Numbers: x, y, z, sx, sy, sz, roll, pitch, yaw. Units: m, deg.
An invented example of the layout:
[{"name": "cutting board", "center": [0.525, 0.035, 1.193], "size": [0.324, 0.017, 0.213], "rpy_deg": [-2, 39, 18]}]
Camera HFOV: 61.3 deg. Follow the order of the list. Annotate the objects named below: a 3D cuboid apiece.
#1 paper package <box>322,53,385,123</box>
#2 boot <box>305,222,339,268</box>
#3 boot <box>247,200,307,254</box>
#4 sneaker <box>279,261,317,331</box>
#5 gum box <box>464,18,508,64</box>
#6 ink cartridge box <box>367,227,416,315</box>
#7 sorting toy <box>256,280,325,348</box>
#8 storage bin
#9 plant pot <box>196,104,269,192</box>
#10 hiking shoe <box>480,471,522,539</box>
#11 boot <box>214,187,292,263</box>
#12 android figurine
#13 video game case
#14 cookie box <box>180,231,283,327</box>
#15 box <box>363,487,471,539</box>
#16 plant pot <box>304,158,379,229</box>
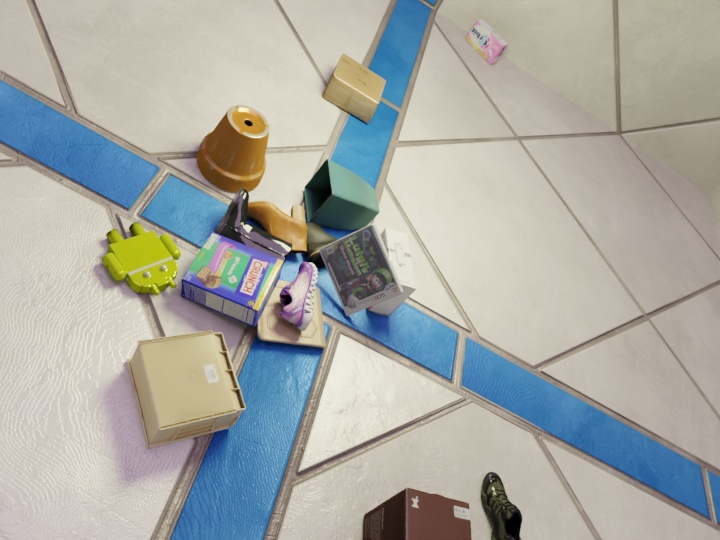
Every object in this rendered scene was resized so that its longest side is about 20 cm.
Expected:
[{"name": "paper package", "center": [-0.020, -0.676, 2.254], "size": [0.198, 0.104, 0.192], "rpy_deg": [27, 44, -11]}, {"name": "boot", "center": [-0.084, -0.092, 1.779], "size": [0.198, 0.078, 0.139], "rpy_deg": [-9, 57, -39]}, {"name": "boot", "center": [-0.246, -0.113, 1.693], "size": [0.197, 0.071, 0.147], "rpy_deg": [2, 73, -12]}, {"name": "sneaker", "center": [-0.164, 0.054, 1.563], "size": [0.087, 0.081, 0.202], "rpy_deg": [17, 48, -16]}, {"name": "gum box", "center": [0.633, -1.141, 3.042], "size": [0.201, 0.114, 0.066], "rpy_deg": [49, 45, 10]}, {"name": "ink cartridge box", "center": [0.078, 0.003, 1.754], "size": [0.082, 0.147, 0.202], "rpy_deg": [15, 48, -26]}, {"name": "sorting toy", "center": [-0.185, 0.111, 1.581], "size": [0.197, 0.036, 0.188], "rpy_deg": [14, 50, -30]}, {"name": "storage bin", "center": [-0.373, 0.246, 1.306], "size": [0.196, 0.094, 0.202], "rpy_deg": [-5, 59, -37]}, {"name": "plant pot", "center": [-0.346, -0.357, 1.730], "size": [0.197, 0.184, 0.203], "rpy_deg": [18, 48, -21]}, {"name": "hiking shoe", "center": [0.363, 0.596, 1.511], "size": [0.075, 0.101, 0.203], "rpy_deg": [11, 51, -26]}, {"name": "boot", "center": [-0.271, -0.106, 1.634], "size": [0.198, 0.066, 0.167], "rpy_deg": [27, 75, -2]}, {"name": "android figurine", "center": [-0.519, -0.025, 1.460], "size": [0.181, 0.041, 0.201], "rpy_deg": [-24, 70, -43]}, {"name": "video game case", "center": [0.000, 0.000, 1.649], "size": [0.203, 0.180, 0.023], "rpy_deg": [67, 23, 1]}, {"name": "cookie box", "center": [-0.314, 0.019, 1.501], "size": [0.197, 0.076, 0.173], "rpy_deg": [22, 50, 0]}, {"name": "box", "center": [0.116, 0.586, 1.286], "size": [0.164, 0.200, 0.166], "rpy_deg": [20, 48, -18]}, {"name": "plant pot", "center": [-0.048, -0.212, 1.851], "size": [0.198, 0.141, 0.143], "rpy_deg": [17, 48, -32]}]
